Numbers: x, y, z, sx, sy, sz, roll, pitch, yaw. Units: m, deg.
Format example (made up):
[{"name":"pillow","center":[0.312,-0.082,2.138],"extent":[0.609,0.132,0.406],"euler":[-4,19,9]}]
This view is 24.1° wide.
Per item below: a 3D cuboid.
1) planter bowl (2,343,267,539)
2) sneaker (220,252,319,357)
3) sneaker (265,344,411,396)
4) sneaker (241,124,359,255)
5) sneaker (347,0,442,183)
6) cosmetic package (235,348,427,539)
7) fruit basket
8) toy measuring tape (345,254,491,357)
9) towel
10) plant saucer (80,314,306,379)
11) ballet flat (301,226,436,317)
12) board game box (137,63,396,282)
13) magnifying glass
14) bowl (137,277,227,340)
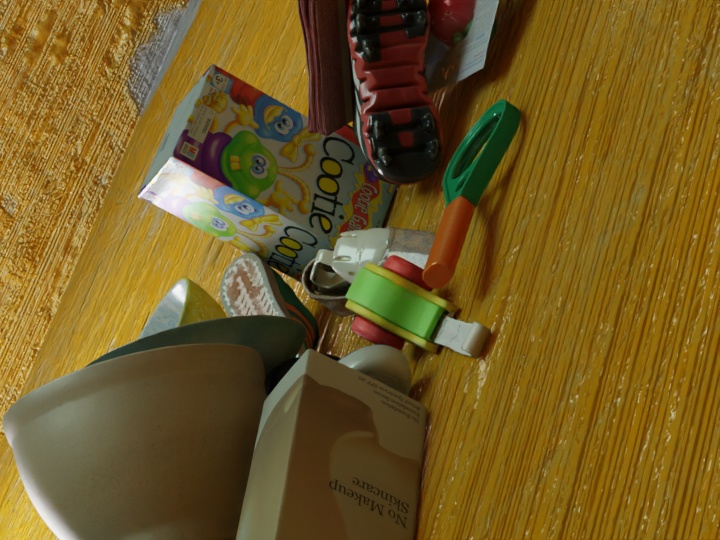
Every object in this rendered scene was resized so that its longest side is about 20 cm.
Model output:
[{"name":"planter bowl","center":[-0.152,0.153,1.240],"extent":[0.200,0.199,0.136],"euler":[-43,58,52]},{"name":"sneaker","center":[-0.065,0.072,1.494],"extent":[0.071,0.080,0.201],"euler":[-38,44,20]},{"name":"sneaker","center":[-0.025,0.092,1.285],"extent":[0.112,0.076,0.200],"euler":[-92,24,-42]},{"name":"sneaker","center":[-0.070,-0.061,1.699],"extent":[0.201,0.070,0.098],"euler":[-50,18,38]},{"name":"sneaker","center":[0.025,-0.165,1.439],"extent":[0.098,0.070,0.202],"euler":[120,144,-77]},{"name":"cosmetic package","center":[-0.021,0.160,1.116],"extent":[0.071,0.105,0.201],"euler":[-51,21,38]},{"name":"fruit basket","center":[0.101,-0.253,1.471],"extent":[0.185,0.093,0.202],"euler":[165,115,-70]},{"name":"toy measuring tape","center":[0.033,0.028,1.218],"extent":[0.074,0.073,0.200],"euler":[-64,15,-2]},{"name":"towel","center":[0.005,-0.216,1.499],"extent":[0.200,0.023,0.145],"euler":[-35,-52,-53]},{"name":"plant saucer","center":[-0.135,0.091,1.353],"extent":[0.201,0.199,0.039],"euler":[-42,58,53]},{"name":"ballet flat","center":[0.000,0.000,1.376],"extent":[0.200,0.067,0.069],"euler":[-28,38,64]},{"name":"board game box","center":[-0.081,-0.079,1.520],"extent":[0.103,0.199,0.106],"euler":[-36,30,58]},{"name":"magnifying glass","center":[0.079,-0.058,1.251],"extent":[0.080,0.022,0.201],"euler":[-46,13,40]},{"name":"bowl","center":[-0.171,0.120,1.669],"extent":[0.201,0.107,0.201],"euler":[-56,16,26]}]
